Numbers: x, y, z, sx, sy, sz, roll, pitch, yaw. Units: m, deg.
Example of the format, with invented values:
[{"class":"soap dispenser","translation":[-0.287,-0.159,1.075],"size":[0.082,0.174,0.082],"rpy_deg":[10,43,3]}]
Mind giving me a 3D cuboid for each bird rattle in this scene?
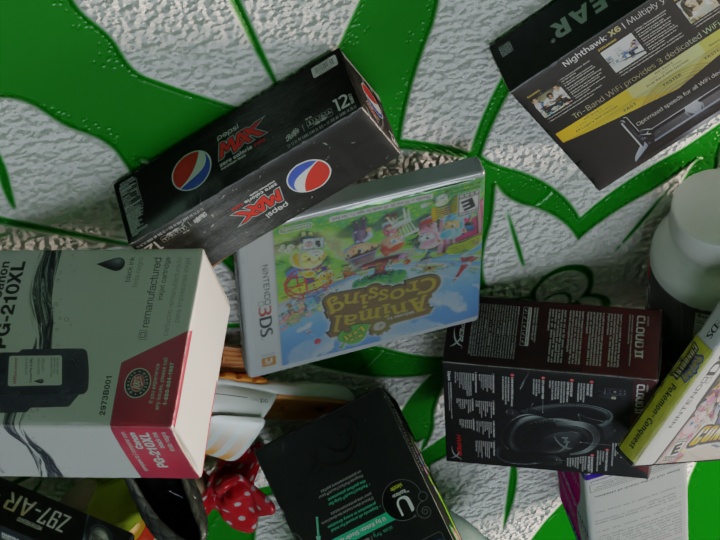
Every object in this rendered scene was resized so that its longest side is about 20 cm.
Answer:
[{"class":"bird rattle","translation":[-0.178,0.188,1.801],"size":[0.163,0.114,0.199],"rpy_deg":[-33,156,33]}]

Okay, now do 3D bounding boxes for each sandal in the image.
[{"class":"sandal","translation":[-0.092,0.124,1.748],"size":[0.205,0.060,0.079],"rpy_deg":[4,155,-28]}]

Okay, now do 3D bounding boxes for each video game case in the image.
[{"class":"video game case","translation":[0.321,0.086,1.753],"size":[0.199,0.026,0.182],"rpy_deg":[2,127,-47]},{"class":"video game case","translation":[0.000,0.000,1.657],"size":[0.198,0.022,0.183],"rpy_deg":[-14,141,-10]}]

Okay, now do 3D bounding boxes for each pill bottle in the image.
[{"class":"pill bottle","translation":[0.294,0.011,1.764],"size":[0.110,0.111,0.201],"rpy_deg":[-15,142,-8]}]

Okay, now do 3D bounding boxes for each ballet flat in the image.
[{"class":"ballet flat","translation":[-0.171,0.131,1.666],"size":[0.066,0.057,0.201],"rpy_deg":[-34,104,-21]}]

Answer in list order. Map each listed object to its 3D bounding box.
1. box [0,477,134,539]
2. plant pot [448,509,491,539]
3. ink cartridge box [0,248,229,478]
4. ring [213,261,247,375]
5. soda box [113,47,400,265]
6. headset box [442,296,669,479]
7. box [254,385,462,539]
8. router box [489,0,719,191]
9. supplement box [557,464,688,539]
[{"class":"box","translation":[-0.285,0.238,1.731],"size":[0.198,0.044,0.161],"rpy_deg":[22,138,8]},{"class":"plant pot","translation":[0.019,0.281,1.921],"size":[0.200,0.201,0.134],"rpy_deg":[-35,114,17]},{"class":"ink cartridge box","translation":[-0.206,0.066,1.512],"size":[0.198,0.146,0.085],"rpy_deg":[0,149,14]},{"class":"ring","translation":[-0.073,0.013,1.671],"size":[0.198,0.019,0.201],"rpy_deg":[-13,141,-11]},{"class":"soda box","translation":[-0.075,-0.073,1.528],"size":[0.199,0.064,0.071],"rpy_deg":[-29,142,12]},{"class":"headset box","translation":[0.171,0.100,1.785],"size":[0.198,0.078,0.149],"rpy_deg":[3,142,7]},{"class":"box","translation":[0.013,0.218,1.770],"size":[0.123,0.201,0.149],"rpy_deg":[-27,171,1]},{"class":"router box","translation":[0.218,-0.163,1.565],"size":[0.199,0.053,0.157],"rpy_deg":[-32,141,14]},{"class":"supplement box","translation":[0.241,0.186,1.961],"size":[0.102,0.102,0.201],"rpy_deg":[-18,142,-3]}]
